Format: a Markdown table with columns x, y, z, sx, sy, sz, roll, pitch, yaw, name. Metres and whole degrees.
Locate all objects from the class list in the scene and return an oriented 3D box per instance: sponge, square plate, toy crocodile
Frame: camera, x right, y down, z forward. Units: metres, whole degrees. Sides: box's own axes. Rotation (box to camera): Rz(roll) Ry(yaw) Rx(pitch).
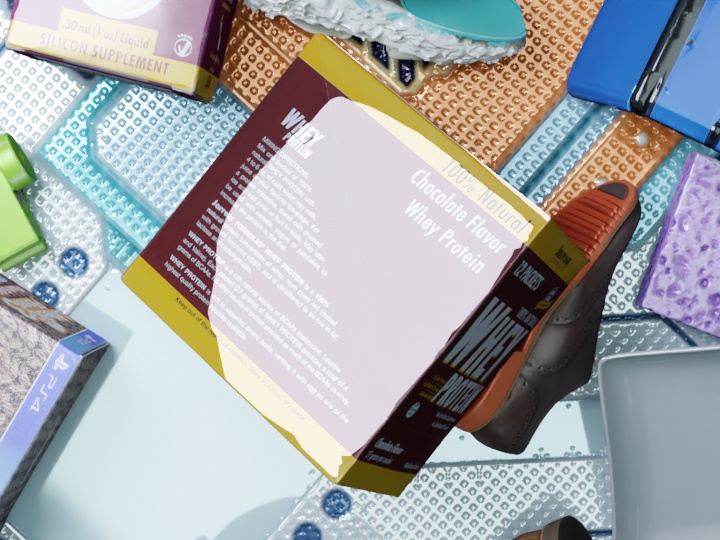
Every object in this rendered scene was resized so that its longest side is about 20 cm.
| x | y | z | sx | sy | sz | roll | pitch | yaw | name |
| --- | --- | --- | --- | --- | --- | --- | --- | --- | --- |
| 0.296 | 0.008 | 1.102 | 0.198 | 0.030 | 0.113 | 22 | 93 | 0 | sponge |
| 0.258 | 0.118 | 1.070 | 0.195 | 0.029 | 0.202 | -7 | 123 | 5 | square plate |
| -0.276 | -0.094 | 1.103 | 0.067 | 0.062 | 0.201 | -32 | 96 | 2 | toy crocodile |

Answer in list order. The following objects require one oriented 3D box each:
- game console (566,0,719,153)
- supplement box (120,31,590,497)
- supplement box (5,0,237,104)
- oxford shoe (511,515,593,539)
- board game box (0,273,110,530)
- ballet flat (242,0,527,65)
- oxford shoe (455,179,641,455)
| x | y | z | sx | sy | sz | roll | pitch | yaw | name |
| --- | --- | --- | --- | --- | --- | --- | --- | --- | --- |
| 0.244 | -0.174 | 1.039 | 0.169 | 0.118 | 0.202 | 27 | 94 | 10 | game console |
| 0.000 | 0.000 | 1.029 | 0.197 | 0.133 | 0.201 | 40 | 94 | 21 | supplement box |
| -0.140 | -0.223 | 1.067 | 0.129 | 0.103 | 0.203 | 13 | 92 | 1 | supplement box |
| 0.152 | 0.267 | 1.110 | 0.071 | 0.071 | 0.202 | -23 | 92 | 30 | oxford shoe |
| -0.297 | 0.068 | 1.087 | 0.199 | 0.097 | 0.161 | 31 | 93 | 0 | board game box |
| 0.011 | -0.176 | 1.084 | 0.198 | 0.072 | 0.073 | 17 | 93 | -10 | ballet flat |
| 0.133 | 0.031 | 1.100 | 0.072 | 0.071 | 0.201 | 35 | 92 | -27 | oxford shoe |
